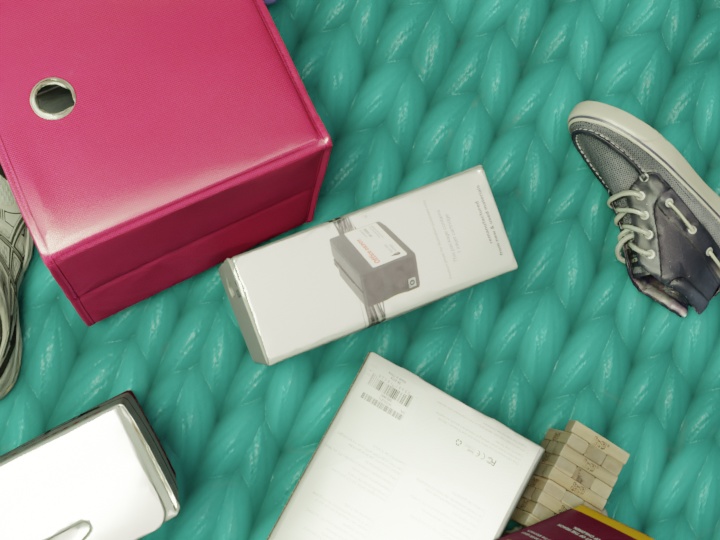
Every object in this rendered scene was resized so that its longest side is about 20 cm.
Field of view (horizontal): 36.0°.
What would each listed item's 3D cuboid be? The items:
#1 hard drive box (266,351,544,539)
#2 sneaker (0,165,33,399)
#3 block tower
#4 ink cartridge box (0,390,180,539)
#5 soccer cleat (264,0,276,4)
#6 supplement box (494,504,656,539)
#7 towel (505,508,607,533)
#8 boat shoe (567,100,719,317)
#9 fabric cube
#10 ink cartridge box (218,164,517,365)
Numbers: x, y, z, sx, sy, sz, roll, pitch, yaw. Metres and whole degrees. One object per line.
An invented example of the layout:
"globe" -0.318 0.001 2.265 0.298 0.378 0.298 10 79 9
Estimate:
"hard drive box" 0.028 0.191 0.853 0.155 0.077 0.202 28 81 13
"sneaker" -0.286 0.000 0.828 0.074 0.088 0.203 -5 85 -9
"block tower" 0.138 0.219 0.872 0.054 0.058 0.202 30 81 -7
"ink cartridge box" -0.208 0.154 0.772 0.144 0.200 0.084 -27 91 -11
"soccer cleat" -0.146 -0.283 0.896 0.076 0.067 0.200 -39 103 25
"supplement box" 0.110 0.254 0.769 0.198 0.085 0.112 -13 104 -29
"towel" 0.128 0.280 0.909 0.197 0.034 0.135 -12 86 -12
"boat shoe" 0.238 -0.048 0.931 0.199 0.075 0.093 39 73 -6
"fabric cube" -0.154 -0.104 0.792 0.197 0.200 0.198 -24 80 -11
"ink cartridge box" 0.000 0.000 0.850 0.198 0.145 0.085 -20 90 -11
